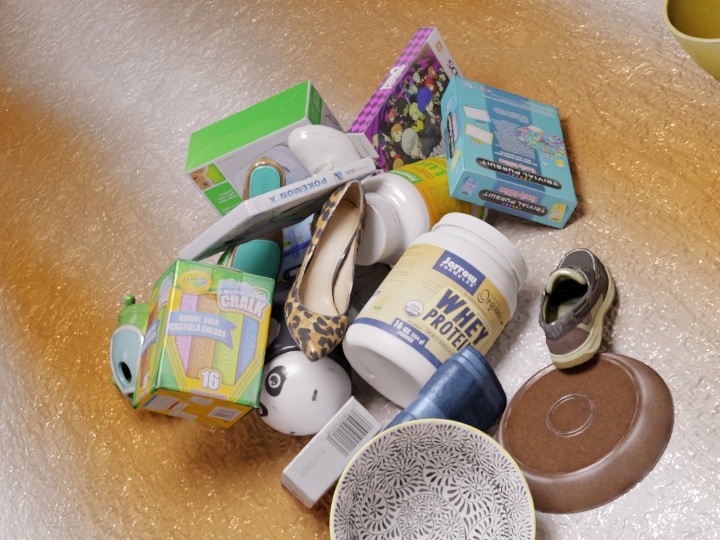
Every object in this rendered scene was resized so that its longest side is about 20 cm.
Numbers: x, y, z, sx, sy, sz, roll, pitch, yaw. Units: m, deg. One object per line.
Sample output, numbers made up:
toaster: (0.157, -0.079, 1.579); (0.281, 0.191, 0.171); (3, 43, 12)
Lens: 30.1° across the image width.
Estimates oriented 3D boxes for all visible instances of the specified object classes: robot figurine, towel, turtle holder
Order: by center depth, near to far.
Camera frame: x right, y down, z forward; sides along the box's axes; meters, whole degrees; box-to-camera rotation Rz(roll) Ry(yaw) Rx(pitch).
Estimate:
towel: (0.073, 0.180, 1.415); (0.200, 0.112, 0.048); (-46, 48, -13)
robot figurine: (-0.076, 0.103, 1.604); (0.124, 0.151, 0.201); (-19, 42, 10)
turtle holder: (-0.275, 0.109, 1.761); (0.185, 0.141, 0.132); (1, 66, 28)

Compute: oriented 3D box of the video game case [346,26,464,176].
video game case: (0.081, -0.185, 1.757); (0.036, 0.182, 0.200); (6, 52, 43)

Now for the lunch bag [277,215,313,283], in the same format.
lunch bag: (-0.073, 0.000, 1.777); (0.150, 0.094, 0.201); (-23, 50, 15)

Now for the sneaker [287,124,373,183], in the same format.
sneaker: (-0.017, -0.106, 1.734); (0.075, 0.200, 0.089); (-28, 33, 40)

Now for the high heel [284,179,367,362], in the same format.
high heel: (-0.033, -0.004, 1.482); (0.200, 0.071, 0.143); (-85, 13, -53)

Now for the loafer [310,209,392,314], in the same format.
loafer: (0.000, 0.000, 1.663); (0.070, 0.070, 0.200); (-38, 63, -7)

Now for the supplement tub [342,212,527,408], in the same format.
supplement tub: (0.088, 0.048, 1.522); (0.144, 0.145, 0.200); (13, 58, 46)

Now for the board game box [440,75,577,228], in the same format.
board game box: (0.181, -0.150, 1.669); (0.201, 0.150, 0.047); (-90, 20, -48)

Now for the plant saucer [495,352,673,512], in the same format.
plant saucer: (0.223, 0.157, 1.386); (0.199, 0.035, 0.201); (-22, 37, 18)

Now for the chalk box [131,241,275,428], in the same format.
chalk box: (-0.178, 0.064, 1.548); (0.124, 0.123, 0.201); (140, 139, -62)

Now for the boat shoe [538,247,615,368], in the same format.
boat shoe: (0.234, 0.026, 1.469); (0.071, 0.066, 0.201); (-15, 28, 24)

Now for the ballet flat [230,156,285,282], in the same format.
ballet flat: (-0.131, -0.051, 1.733); (0.067, 0.201, 0.072); (4, 16, -3)

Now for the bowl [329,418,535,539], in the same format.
bowl: (0.068, 0.254, 1.326); (0.199, 0.094, 0.202); (1, 75, -3)

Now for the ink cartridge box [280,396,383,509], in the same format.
ink cartridge box: (-0.035, 0.208, 1.477); (0.109, 0.050, 0.200); (-46, -7, -13)

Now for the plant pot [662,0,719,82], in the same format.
plant pot: (0.475, -0.284, 1.574); (0.199, 0.142, 0.201); (-22, 37, 18)

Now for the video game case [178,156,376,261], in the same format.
video game case: (-0.100, -0.068, 1.577); (0.182, 0.022, 0.200); (-23, -4, -34)

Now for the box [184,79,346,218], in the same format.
box: (-0.114, -0.142, 1.872); (0.199, 0.177, 0.097); (-21, 38, 20)

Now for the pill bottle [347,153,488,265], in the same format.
pill bottle: (0.059, -0.070, 1.632); (0.111, 0.112, 0.200); (1, 15, 40)
